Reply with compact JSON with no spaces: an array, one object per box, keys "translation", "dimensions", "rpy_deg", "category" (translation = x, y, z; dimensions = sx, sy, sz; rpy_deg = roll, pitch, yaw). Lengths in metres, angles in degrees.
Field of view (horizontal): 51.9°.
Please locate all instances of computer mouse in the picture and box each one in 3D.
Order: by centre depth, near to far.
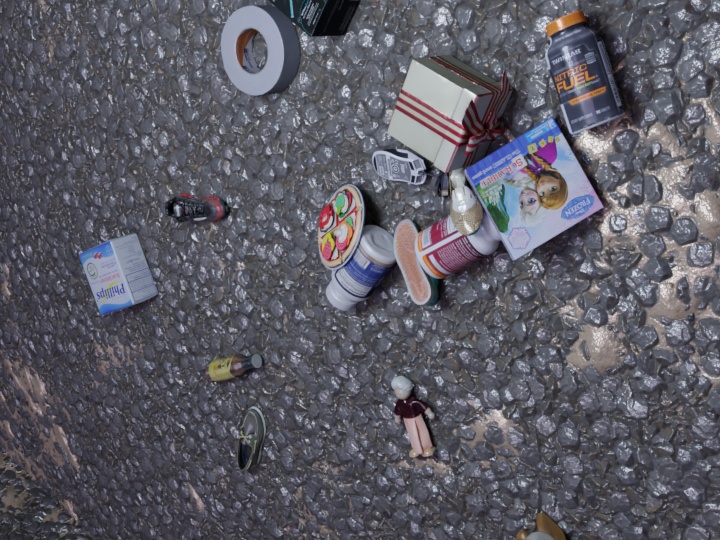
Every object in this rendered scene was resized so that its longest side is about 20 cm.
[{"translation":[0.114,-0.229,1.612],"dimensions":[0.197,0.044,0.111],"rpy_deg":[20,138,31],"category":"computer mouse"}]

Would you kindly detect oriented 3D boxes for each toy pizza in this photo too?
[{"translation":[-0.054,-0.103,1.720],"dimensions":[0.199,0.031,0.205],"rpy_deg":[-29,55,51],"category":"toy pizza"}]

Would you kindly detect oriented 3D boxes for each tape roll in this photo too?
[{"translation":[-0.239,-0.522,1.755],"dimensions":[0.197,0.066,0.205],"rpy_deg":[12,112,31],"category":"tape roll"}]

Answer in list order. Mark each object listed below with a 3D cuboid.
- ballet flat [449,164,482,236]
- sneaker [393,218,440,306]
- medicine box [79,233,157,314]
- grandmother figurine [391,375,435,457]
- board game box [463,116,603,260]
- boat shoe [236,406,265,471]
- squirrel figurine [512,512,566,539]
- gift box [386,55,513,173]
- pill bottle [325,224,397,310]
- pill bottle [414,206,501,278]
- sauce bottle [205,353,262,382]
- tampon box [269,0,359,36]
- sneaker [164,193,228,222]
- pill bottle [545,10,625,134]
[{"translation":[0.204,-0.157,1.490],"dimensions":[0.069,0.202,0.066],"rpy_deg":[-20,132,18],"category":"ballet flat"},{"translation":[0.130,-0.015,1.666],"dimensions":[0.070,0.079,0.204],"rpy_deg":[-22,72,27],"category":"sneaker"},{"translation":[-0.741,0.012,2.262],"dimensions":[0.180,0.102,0.204],"rpy_deg":[-15,96,37],"category":"medicine box"},{"translation":[0.126,0.351,1.796],"dimensions":[0.119,0.060,0.204],"rpy_deg":[-16,99,28],"category":"grandmother figurine"},{"translation":[0.333,-0.157,1.430],"dimensions":[0.198,0.041,0.202],"rpy_deg":[-31,87,6],"category":"board game box"},{"translation":[-0.323,0.495,2.155],"dimensions":[0.071,0.060,0.206],"rpy_deg":[22,117,27],"category":"boat shoe"},{"translation":[0.409,0.687,1.663],"dimensions":[0.198,0.141,0.189],"rpy_deg":[34,128,24],"category":"squirrel figurine"},{"translation":[0.185,-0.318,1.452],"dimensions":[0.186,0.183,0.203],"rpy_deg":[36,129,22],"category":"gift box"},{"translation":[0.000,0.000,1.732],"dimensions":[0.111,0.110,0.201],"rpy_deg":[46,126,13],"category":"pill bottle"},{"translation":[0.219,-0.070,1.554],"dimensions":[0.198,0.112,0.115],"rpy_deg":[-28,89,38],"category":"pill bottle"},{"translation":[-0.360,0.273,2.107],"dimensions":[0.197,0.064,0.066],"rpy_deg":[-18,95,36],"category":"sauce bottle"},{"translation":[-0.108,-0.625,1.589],"dimensions":[0.200,0.126,0.151],"rpy_deg":[44,124,16],"category":"tampon box"},{"translation":[-0.451,-0.165,2.003],"dimensions":[0.197,0.097,0.072],"rpy_deg":[8,109,31],"category":"sneaker"},{"translation":[0.398,-0.359,1.336],"dimensions":[0.105,0.106,0.204],"rpy_deg":[-17,95,37],"category":"pill bottle"}]
